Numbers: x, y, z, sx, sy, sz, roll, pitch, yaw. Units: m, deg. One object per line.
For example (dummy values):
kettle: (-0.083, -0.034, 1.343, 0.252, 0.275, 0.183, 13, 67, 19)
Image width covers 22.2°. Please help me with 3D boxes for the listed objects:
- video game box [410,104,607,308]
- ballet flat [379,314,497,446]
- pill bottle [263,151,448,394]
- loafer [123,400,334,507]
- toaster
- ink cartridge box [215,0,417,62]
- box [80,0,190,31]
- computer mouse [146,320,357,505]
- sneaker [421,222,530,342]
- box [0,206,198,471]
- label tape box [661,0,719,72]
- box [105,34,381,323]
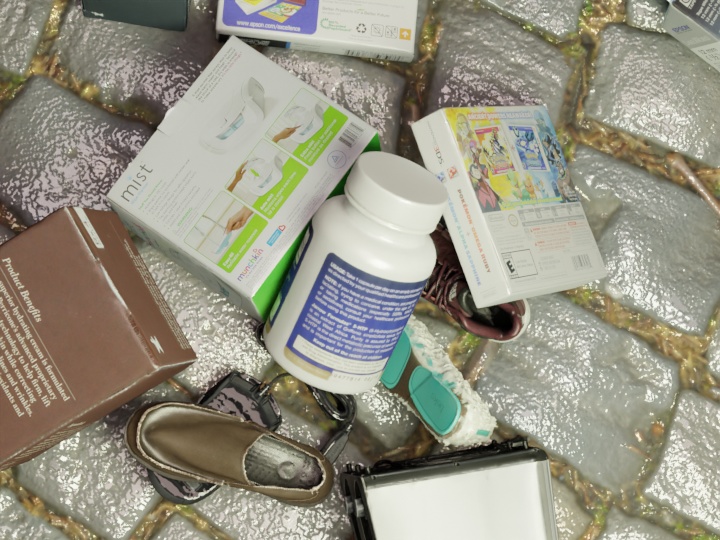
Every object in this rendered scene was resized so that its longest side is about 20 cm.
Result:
video game box: (0.142, -0.064, 1.724, 0.047, 0.200, 0.183, -22, 82, 33)
ballet flat: (0.063, 0.100, 1.715, 0.072, 0.072, 0.200, -27, 44, -10)
pill bottle: (0.000, 0.000, 1.660, 0.119, 0.120, 0.200, 25, 116, -2)
loafer: (-0.114, 0.160, 1.661, 0.199, 0.071, 0.073, 14, 75, -9)
toaster: (0.087, 0.221, 1.667, 0.199, 0.181, 0.119, -9, 87, -8)
ink cartridge box: (-0.037, -0.316, 1.814, 0.197, 0.047, 0.201, 6, 78, -4)
box: (-0.203, -0.350, 1.746, 0.107, 0.148, 0.201, 9, 80, -4)
computer mouse: (-0.099, 0.159, 1.727, 0.140, 0.046, 0.200, 41, 73, -2)
sneaker: (0.076, 0.002, 1.727, 0.200, 0.116, 0.076, 31, 96, -1)
box: (-0.282, 0.063, 1.633, 0.200, 0.164, 0.166, -30, 86, 6)
label tape box: (0.370, -0.284, 1.816, 0.200, 0.066, 0.144, 33, 79, -16)
box: (-0.107, -0.087, 1.722, 0.176, 0.097, 0.200, 33, 78, 13)
